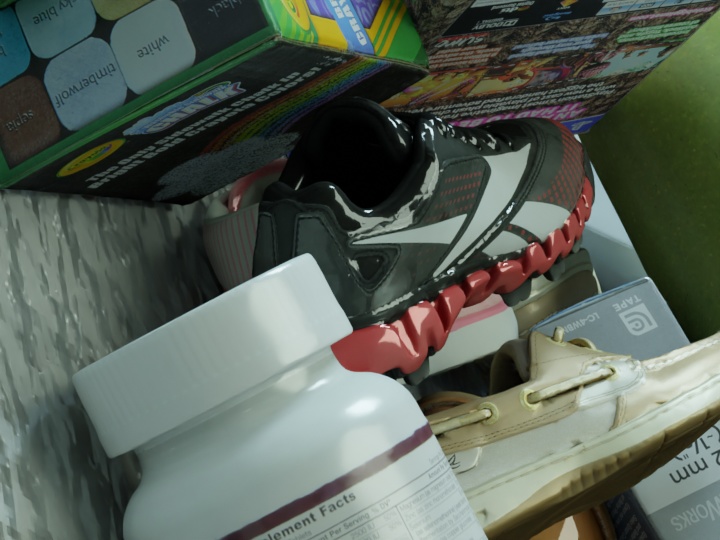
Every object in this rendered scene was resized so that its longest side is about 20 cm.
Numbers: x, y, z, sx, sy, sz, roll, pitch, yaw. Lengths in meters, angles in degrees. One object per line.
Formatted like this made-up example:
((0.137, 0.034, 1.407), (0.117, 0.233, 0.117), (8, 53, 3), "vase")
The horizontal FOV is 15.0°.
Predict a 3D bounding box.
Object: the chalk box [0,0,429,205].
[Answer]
((-0.081, -0.106, 0.986), (0.124, 0.125, 0.200), (67, 19, 10), "chalk box")

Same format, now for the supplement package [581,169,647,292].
((0.220, 0.003, 1.490), (0.200, 0.151, 0.152), (55, -10, -22), "supplement package")

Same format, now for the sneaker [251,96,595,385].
((0.025, -0.028, 1.023), (0.200, 0.071, 0.098), (-35, 120, -48), "sneaker")

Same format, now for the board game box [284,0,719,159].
((0.062, -0.133, 1.126), (0.159, 0.200, 0.097), (-10, 71, -31), "board game box")

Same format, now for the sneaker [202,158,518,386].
((0.000, 0.000, 1.122), (0.200, 0.075, 0.105), (-11, 80, -66), "sneaker")

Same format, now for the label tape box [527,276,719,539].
((0.136, 0.123, 1.186), (0.200, 0.066, 0.143), (59, -18, 20), "label tape box")

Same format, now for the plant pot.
((0.194, -0.033, 1.236), (0.190, 0.200, 0.200), (56, 16, 21), "plant pot")

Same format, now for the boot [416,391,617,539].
((0.061, 0.153, 1.092), (0.200, 0.074, 0.155), (57, 26, -3), "boot")

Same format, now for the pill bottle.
((-0.011, 0.103, 0.910), (0.200, 0.109, 0.110), (62, 19, 0), "pill bottle")

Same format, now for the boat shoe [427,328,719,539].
((0.074, 0.058, 1.068), (0.200, 0.074, 0.069), (-23, 73, -32), "boat shoe")

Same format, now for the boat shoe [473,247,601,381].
((0.091, 0.034, 1.302), (0.069, 0.074, 0.200), (66, 13, 6), "boat shoe")
